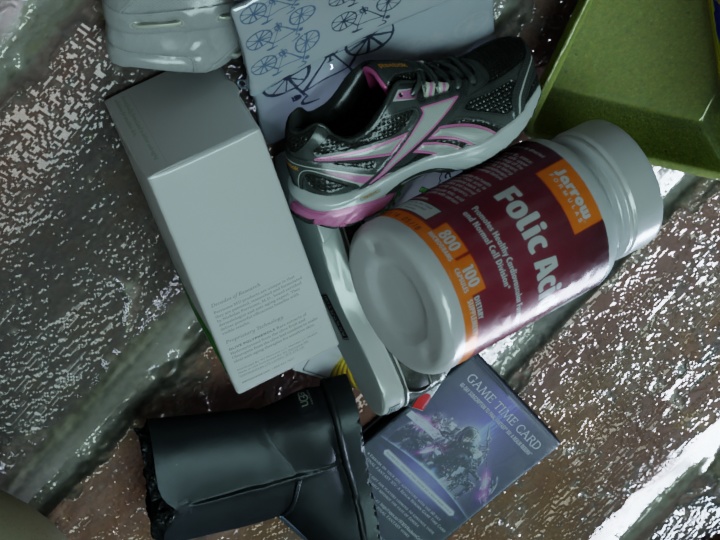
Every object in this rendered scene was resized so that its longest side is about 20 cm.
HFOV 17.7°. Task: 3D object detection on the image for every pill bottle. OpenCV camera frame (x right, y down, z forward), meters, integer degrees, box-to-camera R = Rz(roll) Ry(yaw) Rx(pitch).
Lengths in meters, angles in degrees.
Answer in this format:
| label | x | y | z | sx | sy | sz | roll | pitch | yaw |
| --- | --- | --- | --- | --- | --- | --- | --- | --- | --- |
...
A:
| label | x | y | z | sx | sy | sz | roll | pitch | yaw |
| --- | --- | --- | --- | --- | --- | --- | --- | --- | --- |
| pill bottle | 0.102 | -0.021 | 1.574 | 0.199 | 0.114 | 0.115 | -28 | 133 | -26 |

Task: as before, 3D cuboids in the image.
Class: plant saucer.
| label | x | y | z | sx | sy | sz | roll | pitch | yaw |
| --- | --- | --- | --- | --- | --- | --- | --- | --- | --- |
| plant saucer | 0.225 | -0.174 | 1.651 | 0.199 | 0.048 | 0.201 | 10 | 118 | -31 |

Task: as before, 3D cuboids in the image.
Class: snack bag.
| label | x | y | z | sx | sy | sz | roll | pitch | yaw |
| --- | --- | --- | --- | --- | --- | --- | --- | --- | --- |
| snack bag | 0.007 | -0.159 | 1.517 | 0.188 | 0.021 | 0.200 | -25 | 156 | -9 |

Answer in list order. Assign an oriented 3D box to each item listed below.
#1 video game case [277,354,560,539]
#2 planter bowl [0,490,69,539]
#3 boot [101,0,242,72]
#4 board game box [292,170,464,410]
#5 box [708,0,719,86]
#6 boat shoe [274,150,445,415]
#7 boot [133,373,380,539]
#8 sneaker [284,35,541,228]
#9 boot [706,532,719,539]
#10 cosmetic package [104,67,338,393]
| label | x | y | z | sx | sy | sz | roll | pitch | yaw |
| --- | --- | --- | --- | --- | --- | --- | --- | --- | --- |
| video game case | 0.046 | 0.161 | 1.825 | 0.200 | 0.019 | 0.143 | -41 | 131 | 4 |
| planter bowl | -0.294 | 0.220 | 1.606 | 0.200 | 0.200 | 0.135 | -30 | 104 | -4 |
| boot | -0.072 | -0.183 | 1.495 | 0.199 | 0.074 | 0.096 | -8 | 136 | -16 |
| board game box | 0.044 | 0.002 | 1.698 | 0.126 | 0.035 | 0.200 | 19 | 113 | -34 |
| box | 0.320 | -0.122 | 1.562 | 0.121 | 0.193 | 0.201 | -15 | 130 | 1 |
| boat shoe | 0.000 | 0.000 | 1.623 | 0.063 | 0.071 | 0.201 | -27 | 103 | -18 |
| boot | -0.075 | 0.172 | 1.724 | 0.167 | 0.077 | 0.201 | -14 | 129 | -4 |
| sneaker | 0.035 | -0.108 | 1.542 | 0.200 | 0.080 | 0.087 | -34 | 135 | -21 |
| boot | 0.277 | 0.324 | 2.000 | 0.199 | 0.074 | 0.155 | -16 | 115 | -20 |
| cosmetic package | -0.091 | -0.031 | 1.561 | 0.085 | 0.108 | 0.201 | -26 | 129 | -6 |
